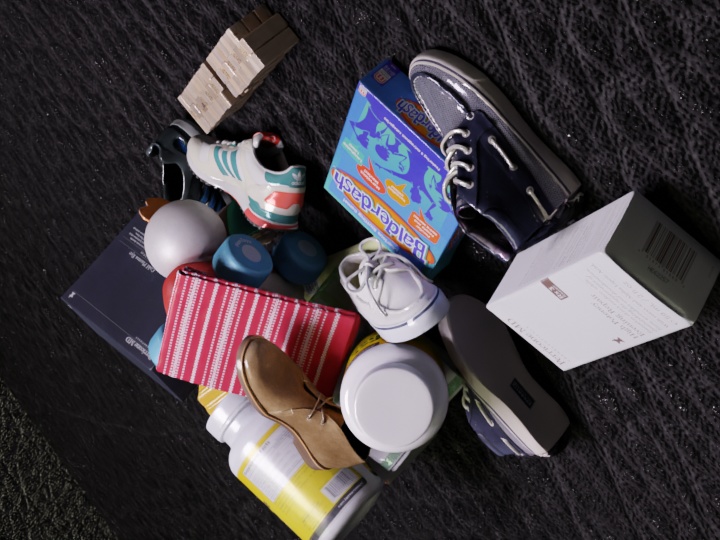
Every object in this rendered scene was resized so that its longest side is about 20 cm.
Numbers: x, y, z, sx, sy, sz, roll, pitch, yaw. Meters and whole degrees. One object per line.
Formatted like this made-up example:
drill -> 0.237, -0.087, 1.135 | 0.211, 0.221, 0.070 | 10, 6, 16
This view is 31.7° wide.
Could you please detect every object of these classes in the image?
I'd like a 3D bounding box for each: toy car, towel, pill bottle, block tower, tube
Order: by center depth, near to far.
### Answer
pill bottle -> 0.035, 0.121, 1.297 | 0.109, 0.109, 0.200 | 51, -176, -3
block tower -> -0.132, -0.212, 1.340 | 0.054, 0.058, 0.200 | 51, 152, -4
towel -> -0.110, 0.077, 1.355 | 0.199, 0.023, 0.145 | 15, 123, -5
towel -> 0.005, 0.113, 1.410 | 0.200, 0.149, 0.031 | 38, -177, -10
tube -> 0.000, 0.000, 1.427 | 0.200, 0.058, 0.052 | -17, 69, 56
pill bottle -> -0.079, 0.219, 1.452 | 0.200, 0.112, 0.112 | 41, 152, 14
toy car -> -0.174, -0.016, 1.456 | 0.184, 0.176, 0.200 | -49, 63, 33

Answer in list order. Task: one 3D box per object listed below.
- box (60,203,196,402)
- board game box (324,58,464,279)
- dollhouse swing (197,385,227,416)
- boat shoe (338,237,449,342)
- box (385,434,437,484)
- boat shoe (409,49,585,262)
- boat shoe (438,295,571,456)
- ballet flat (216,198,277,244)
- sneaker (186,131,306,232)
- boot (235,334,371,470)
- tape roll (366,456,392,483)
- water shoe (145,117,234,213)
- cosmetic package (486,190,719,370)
box -> -0.261, 0.038, 1.692 | 0.200, 0.182, 0.104 | 33, 165, 33
board game box -> 0.046, -0.090, 1.234 | 0.152, 0.045, 0.200 | 44, 154, 11
dollhouse swing -> -0.139, 0.191, 1.723 | 0.200, 0.181, 0.176 | 51, -166, -4
boat shoe -> 0.022, 0.010, 1.283 | 0.086, 0.074, 0.202 | 54, 173, -17
box -> -0.007, 0.145, 1.560 | 0.124, 0.097, 0.201 | 15, 138, 47
boat shoe -> 0.096, -0.099, 1.092 | 0.200, 0.093, 0.075 | 45, 153, 10
boat shoe -> 0.128, 0.118, 1.326 | 0.200, 0.075, 0.093 | 54, 146, -11
ballet flat -> -0.146, -0.050, 1.544 | 0.199, 0.069, 0.067 | -20, 155, 36
sneaker -> -0.124, -0.125, 1.442 | 0.200, 0.070, 0.094 | 41, 121, 39
boot -> -0.055, 0.136, 1.321 | 0.075, 0.074, 0.200 | -4, 136, 39
tape roll -> -0.045, 0.190, 1.528 | 0.202, 0.037, 0.203 | 36, 150, 24
water shoe -> -0.211, -0.095, 1.583 | 0.071, 0.079, 0.201 | 23, 143, 42
cosmetic package -> 0.202, 0.014, 1.081 | 0.101, 0.074, 0.200 | 38, 153, -7
